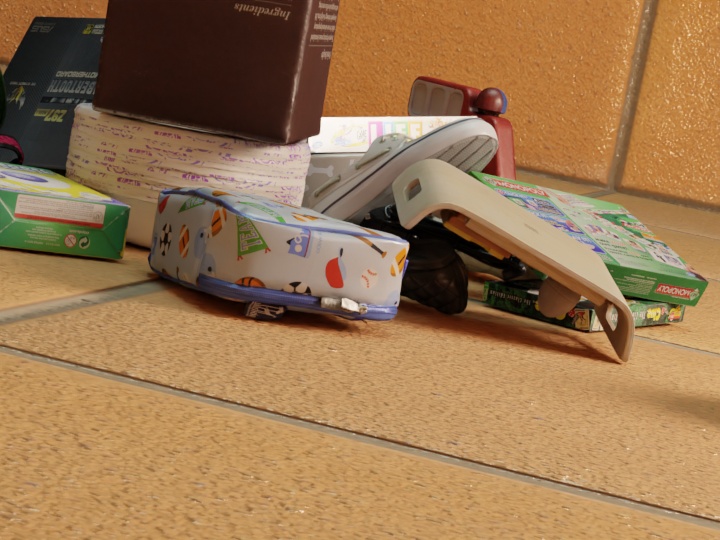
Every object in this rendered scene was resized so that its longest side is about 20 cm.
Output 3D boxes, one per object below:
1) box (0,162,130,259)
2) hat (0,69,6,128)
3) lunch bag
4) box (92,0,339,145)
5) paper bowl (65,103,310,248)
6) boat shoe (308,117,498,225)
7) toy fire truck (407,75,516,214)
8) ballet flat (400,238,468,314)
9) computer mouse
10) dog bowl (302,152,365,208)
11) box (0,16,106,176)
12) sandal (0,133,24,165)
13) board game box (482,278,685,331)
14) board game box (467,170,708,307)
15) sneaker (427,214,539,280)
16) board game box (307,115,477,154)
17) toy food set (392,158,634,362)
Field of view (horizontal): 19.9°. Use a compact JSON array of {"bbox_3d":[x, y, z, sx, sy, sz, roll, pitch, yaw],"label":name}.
[{"bbox_3d":[-0.270,-0.053,1.598,0.116,0.049,0.199,7,6,-31],"label":"box"},{"bbox_3d":[-0.420,-0.121,1.713,0.199,0.166,0.176,-25,19,38],"label":"hat"},{"bbox_3d":[-0.057,-0.011,1.472,0.159,0.076,0.200,10,6,-26],"label":"lunch bag"},{"bbox_3d":[-0.106,-0.215,1.646,0.162,0.202,0.166,10,6,6],"label":"box"},{"bbox_3d":[-0.146,-0.072,1.695,0.198,0.106,0.201,11,7,-1],"label":"paper bowl"},{"bbox_3d":[0.027,-0.089,1.784,0.199,0.067,0.073,-31,-33,22],"label":"boat shoe"},{"bbox_3d":[0.099,-0.114,2.151,0.111,0.170,0.200,6,8,-30],"label":"toy fire truck"},{"bbox_3d":[0.000,0.000,1.639,0.199,0.057,0.066,10,34,40],"label":"ballet flat"},{"bbox_3d":[0.068,-0.026,1.720,0.139,0.046,0.200,18,-11,-7],"label":"computer mouse"},{"bbox_3d":[-0.028,-0.080,1.960,0.198,0.059,0.200,-1,1,0],"label":"dog bowl"},{"bbox_3d":[-0.260,-0.152,1.860,0.199,0.159,0.051,9,-22,47],"label":"box"},{"bbox_3d":[-0.319,-0.096,1.749,0.074,0.046,0.200,10,-2,11],"label":"sandal"},{"bbox_3d":[0.195,0.027,1.762,0.104,0.024,0.199,12,7,31],"label":"board game box"},{"bbox_3d":[0.194,-0.027,1.780,0.199,0.029,0.135,10,26,-40],"label":"board game box"},{"bbox_3d":[0.109,-0.023,1.891,0.080,0.076,0.200,-4,7,-20],"label":"sneaker"},{"bbox_3d":[-0.004,-0.129,1.985,0.198,0.035,0.134,-3,2,-35],"label":"board game box"},{"bbox_3d":[0.115,-0.007,1.565,0.199,0.061,0.144,30,13,-9],"label":"toy food set"}]
